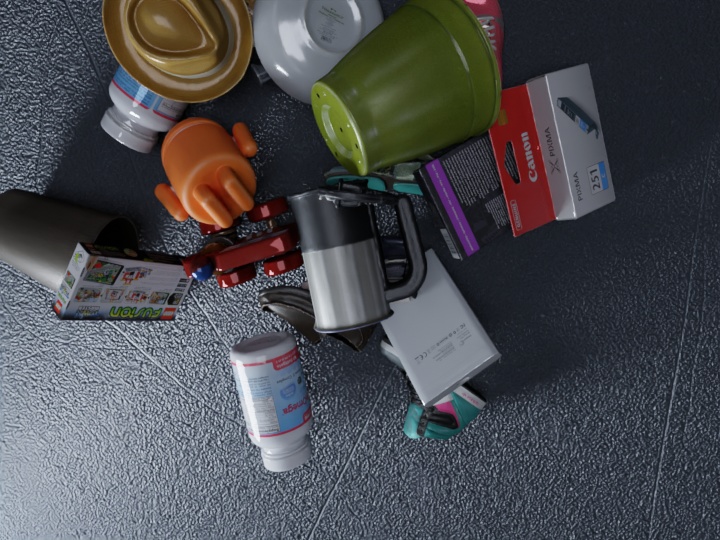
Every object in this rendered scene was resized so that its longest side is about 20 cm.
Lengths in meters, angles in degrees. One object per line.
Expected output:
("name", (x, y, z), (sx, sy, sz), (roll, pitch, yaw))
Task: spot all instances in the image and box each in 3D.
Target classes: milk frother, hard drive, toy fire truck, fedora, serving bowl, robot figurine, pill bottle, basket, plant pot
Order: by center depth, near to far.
("milk frother", (-0.012, -0.020, 0.727), (0.177, 0.200, 0.192), (-10, 96, 20))
("fedora", (-0.238, -0.314, 0.727), (0.196, 0.082, 0.205), (-3, 112, -7))
("plant pot", (0.045, -0.225, 0.729), (0.191, 0.200, 0.203), (-33, 98, -15))
("serving bowl", (-0.048, -0.337, 0.775), (0.196, 0.066, 0.205), (-3, 98, -22))
("robot figurine", (-0.227, -0.148, 0.825), (0.115, 0.201, 0.146), (3, 125, -38))
("pill bottle", (-0.302, -0.283, 0.834), (0.108, 0.109, 0.201), (36, 103, -2))
("toy fire truck", (-0.180, -0.033, 0.842), (0.196, 0.168, 0.115), (-14, 100, 9))
("hard drive", (0.105, 0.082, 0.845), (0.131, 0.027, 0.202), (-37, 55, 12))
("basket", (-0.478, -0.040, 0.893), (0.196, 0.137, 0.183), (21, 129, 7))
("pill bottle", (-0.138, 0.211, 0.911), (0.106, 0.109, 0.205), (-10, 101, 8))

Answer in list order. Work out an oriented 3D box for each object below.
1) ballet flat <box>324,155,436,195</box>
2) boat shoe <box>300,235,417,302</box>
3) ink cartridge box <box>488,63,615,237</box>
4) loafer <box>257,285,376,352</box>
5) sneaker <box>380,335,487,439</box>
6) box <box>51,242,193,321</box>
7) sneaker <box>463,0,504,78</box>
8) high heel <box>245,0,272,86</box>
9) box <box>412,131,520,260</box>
("ballet flat", (0.044, -0.154, 0.855), (0.195, 0.074, 0.076), (7, 102, 3))
("boat shoe", (0.000, 0.000, 0.889), (0.196, 0.075, 0.095), (-1, 67, 21))
("ink cartridge box", (0.269, -0.169, 0.787), (0.174, 0.044, 0.204), (-22, 101, -26))
("loafer", (-0.071, 0.079, 0.884), (0.196, 0.073, 0.073), (16, 72, -4))
("sneaker", (0.093, 0.204, 0.910), (0.198, 0.084, 0.122), (34, 93, -3))
("box", (-0.353, 0.023, 0.861), (0.035, 0.199, 0.111), (37, 104, 28))
("sneaker", (0.176, -0.308, 0.790), (0.072, 0.087, 0.205), (-6, 100, 7))
("high heel", (-0.128, -0.385, 0.833), (0.141, 0.071, 0.203), (-26, 86, -11))
("box", (0.190, -0.127, 0.816), (0.198, 0.036, 0.145), (-30, 100, -11))
